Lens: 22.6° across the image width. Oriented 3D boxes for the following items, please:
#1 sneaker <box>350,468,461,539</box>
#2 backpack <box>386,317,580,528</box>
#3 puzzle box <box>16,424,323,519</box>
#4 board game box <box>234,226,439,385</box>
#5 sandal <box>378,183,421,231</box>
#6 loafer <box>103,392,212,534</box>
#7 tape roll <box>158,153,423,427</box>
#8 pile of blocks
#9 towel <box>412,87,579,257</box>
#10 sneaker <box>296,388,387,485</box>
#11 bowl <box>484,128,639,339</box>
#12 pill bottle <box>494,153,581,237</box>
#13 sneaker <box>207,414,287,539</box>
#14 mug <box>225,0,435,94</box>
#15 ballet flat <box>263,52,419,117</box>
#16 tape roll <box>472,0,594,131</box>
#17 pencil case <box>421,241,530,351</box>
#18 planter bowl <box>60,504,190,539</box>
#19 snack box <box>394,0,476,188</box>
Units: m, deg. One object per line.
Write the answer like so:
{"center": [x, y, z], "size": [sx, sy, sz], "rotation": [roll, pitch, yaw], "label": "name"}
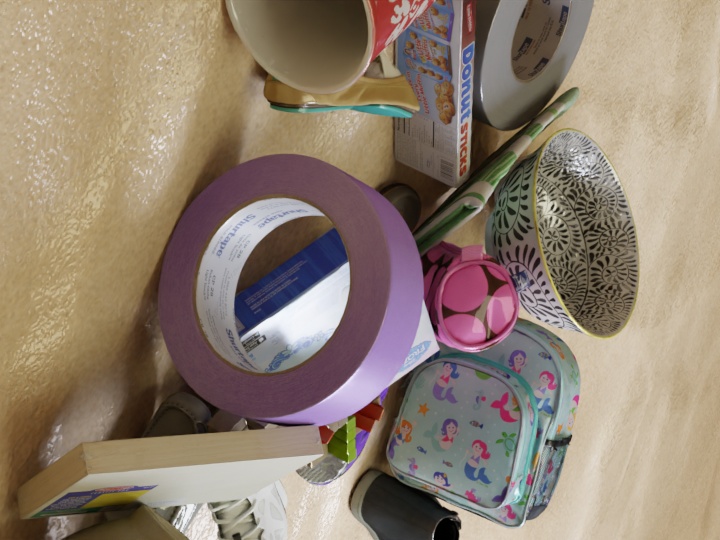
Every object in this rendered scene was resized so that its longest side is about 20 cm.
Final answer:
{"center": [0.068, 0.278, 1.914], "size": [0.075, 0.106, 0.200], "rotation": [-61, 153, -5], "label": "sneaker"}
{"center": [0.127, 0.143, 1.833], "size": [0.150, 0.176, 0.202], "rotation": [12, 99, -67], "label": "backpack"}
{"center": [-0.144, 0.152, 1.355], "size": [0.198, 0.026, 0.133], "rotation": [-1, 160, -34], "label": "puzzle box"}
{"center": [-0.036, 0.061, 1.547], "size": [0.199, 0.043, 0.200], "rotation": [-35, 145, -11], "label": "board game box"}
{"center": [0.000, 0.000, 1.613], "size": [0.200, 0.054, 0.082], "rotation": [-43, 146, -32], "label": "sandal"}
{"center": [-0.171, 0.195, 1.462], "size": [0.070, 0.069, 0.202], "rotation": [-22, 132, -64], "label": "loafer"}
{"center": [-0.054, 0.016, 1.374], "size": [0.066, 0.199, 0.202], "rotation": [24, 92, -62], "label": "tape roll"}
{"center": [-0.043, 0.139, 1.496], "size": [0.199, 0.062, 0.083], "rotation": [-6, 116, -51], "label": "pile of blocks"}
{"center": [0.118, -0.084, 1.696], "size": [0.200, 0.023, 0.152], "rotation": [-45, -178, -41], "label": "towel"}
{"center": [-0.008, 0.111, 1.692], "size": [0.201, 0.069, 0.100], "rotation": [-63, 168, -12], "label": "sneaker"}
{"center": [0.180, -0.028, 1.723], "size": [0.200, 0.094, 0.203], "rotation": [22, 63, -51], "label": "bowl"}
{"center": [0.203, -0.027, 1.897], "size": [0.105, 0.104, 0.201], "rotation": [-52, 150, -22], "label": "pill bottle"}
{"center": [-0.096, 0.210, 1.532], "size": [0.075, 0.116, 0.201], "rotation": [-16, 144, 5], "label": "sneaker"}
{"center": [0.009, -0.253, 1.340], "size": [0.200, 0.133, 0.179], "rotation": [-42, 148, -42], "label": "mug"}
{"center": [-0.006, -0.158, 1.463], "size": [0.199, 0.068, 0.064], "rotation": [-6, 104, -60], "label": "ballet flat"}
{"center": [0.140, -0.233, 1.654], "size": [0.200, 0.066, 0.202], "rotation": [-41, 145, -39], "label": "tape roll"}
{"center": [0.092, 0.018, 1.678], "size": [0.090, 0.200, 0.095], "rotation": [-16, 96, -9], "label": "pencil case"}
{"center": [-0.164, 0.265, 1.368], "size": [0.135, 0.200, 0.200], "rotation": [-48, 151, -7], "label": "planter bowl"}
{"center": [0.064, -0.168, 1.566], "size": [0.024, 0.072, 0.201], "rotation": [-39, 144, -36], "label": "snack box"}
